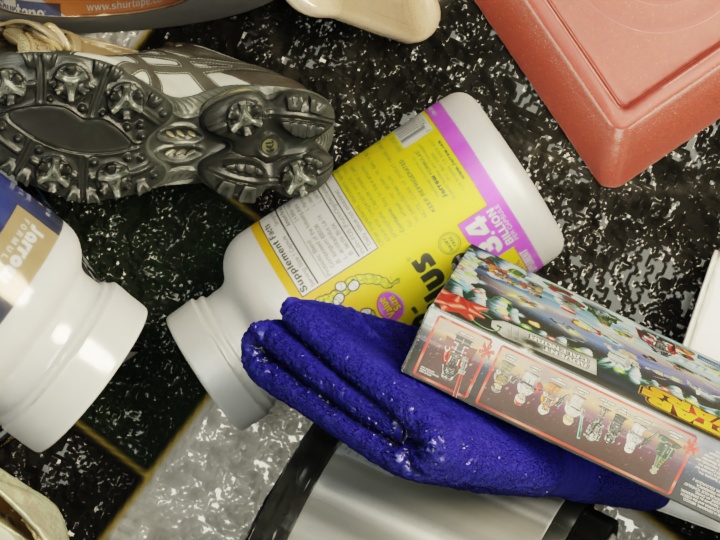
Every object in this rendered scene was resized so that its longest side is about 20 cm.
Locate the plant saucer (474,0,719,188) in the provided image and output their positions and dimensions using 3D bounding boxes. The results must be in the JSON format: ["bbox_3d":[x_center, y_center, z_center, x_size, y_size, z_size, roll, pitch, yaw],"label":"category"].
[{"bbox_3d":[0.159,-0.180,1.479,0.199,0.037,0.200,-34,86,2],"label":"plant saucer"}]

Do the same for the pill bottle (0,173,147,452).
[{"bbox_3d":[-0.214,-0.002,1.392,0.200,0.116,0.116,37,90,-12],"label":"pill bottle"}]

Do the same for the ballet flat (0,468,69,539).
[{"bbox_3d":[-0.233,0.105,1.426,0.200,0.062,0.068,32,101,-18],"label":"ballet flat"}]

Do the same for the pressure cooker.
[{"bbox_3d":[0.044,0.176,1.388,0.200,0.179,0.176,23,73,11],"label":"pressure cooker"}]

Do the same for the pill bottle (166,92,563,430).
[{"bbox_3d":[0.000,0.000,1.446,0.200,0.104,0.104,-34,85,2],"label":"pill bottle"}]

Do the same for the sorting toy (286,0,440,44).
[{"bbox_3d":[-0.025,-0.210,1.418,0.036,0.200,0.186,-18,85,18],"label":"sorting toy"}]

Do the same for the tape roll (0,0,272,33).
[{"bbox_3d":[-0.140,-0.172,1.418,0.200,0.200,0.066,-3,85,4],"label":"tape roll"}]

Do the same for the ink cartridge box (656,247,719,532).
[{"bbox_3d":[0.257,0.084,1.432,0.200,0.084,0.145,19,88,5],"label":"ink cartridge box"}]

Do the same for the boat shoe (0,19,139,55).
[{"bbox_3d":[-0.177,-0.097,1.452,0.199,0.065,0.071,0,69,-22],"label":"boat shoe"}]

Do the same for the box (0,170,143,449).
[{"bbox_3d":[-0.253,0.017,1.492,0.198,0.050,0.200,-34,84,0],"label":"box"}]

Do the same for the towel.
[{"bbox_3d":[0.052,0.065,1.354,0.148,0.200,0.050,30,103,39],"label":"towel"}]

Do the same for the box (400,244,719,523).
[{"bbox_3d":[0.126,0.058,1.329,0.200,0.137,0.040,25,106,3],"label":"box"}]

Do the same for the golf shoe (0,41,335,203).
[{"bbox_3d":[-0.115,-0.080,1.426,0.199,0.095,0.078,9,110,-15],"label":"golf shoe"}]
